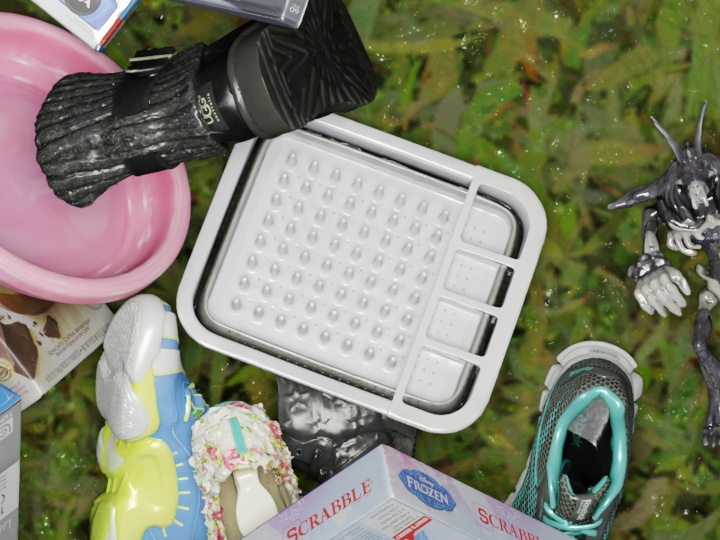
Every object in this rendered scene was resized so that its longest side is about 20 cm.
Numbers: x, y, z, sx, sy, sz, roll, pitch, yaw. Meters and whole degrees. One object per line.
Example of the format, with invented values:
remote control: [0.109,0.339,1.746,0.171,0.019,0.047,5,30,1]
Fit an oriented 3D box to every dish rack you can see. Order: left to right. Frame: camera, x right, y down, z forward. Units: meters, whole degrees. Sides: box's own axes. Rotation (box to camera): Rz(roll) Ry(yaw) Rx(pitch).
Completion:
dish rack: [0.000,0.000,1.527,0.200,0.044,0.172,21,73,-1]

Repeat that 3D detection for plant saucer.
plant saucer: [-0.198,-0.062,1.492,0.201,0.201,0.051,46,131,-4]

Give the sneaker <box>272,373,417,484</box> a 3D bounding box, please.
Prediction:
sneaker: [-0.017,0.114,1.558,0.104,0.060,0.200,3,91,0]

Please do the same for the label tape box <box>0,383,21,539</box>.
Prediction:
label tape box: [-0.277,0.125,1.486,0.144,0.063,0.200,30,137,22]

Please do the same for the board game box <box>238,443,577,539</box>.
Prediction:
board game box: [0.012,0.198,1.481,0.200,0.041,0.199,-35,135,28]

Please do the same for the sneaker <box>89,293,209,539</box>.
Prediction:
sneaker: [-0.110,0.102,1.541,0.105,0.076,0.200,-1,122,-19]

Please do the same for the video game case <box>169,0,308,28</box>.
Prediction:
video game case: [-0.052,-0.244,1.422,0.019,0.143,0.200,22,87,-43]

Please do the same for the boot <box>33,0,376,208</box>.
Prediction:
boot: [-0.091,-0.106,1.477,0.158,0.211,0.079,-19,94,23]

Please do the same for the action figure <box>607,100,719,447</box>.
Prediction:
action figure: [0.225,0.000,1.515,0.119,0.102,0.200,-18,99,5]

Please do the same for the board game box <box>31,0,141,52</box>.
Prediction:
board game box: [-0.177,-0.270,1.508,0.200,0.056,0.196,39,91,-3]

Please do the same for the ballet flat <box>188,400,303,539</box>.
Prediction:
ballet flat: [-0.061,0.168,1.518,0.076,0.064,0.200,-20,127,-3]

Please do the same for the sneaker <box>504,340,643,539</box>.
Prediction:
sneaker: [0.127,0.145,1.539,0.078,0.091,0.200,9,97,1]

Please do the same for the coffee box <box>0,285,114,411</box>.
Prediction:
coffee box: [-0.255,-0.006,1.512,0.080,0.113,0.200,-36,96,29]
